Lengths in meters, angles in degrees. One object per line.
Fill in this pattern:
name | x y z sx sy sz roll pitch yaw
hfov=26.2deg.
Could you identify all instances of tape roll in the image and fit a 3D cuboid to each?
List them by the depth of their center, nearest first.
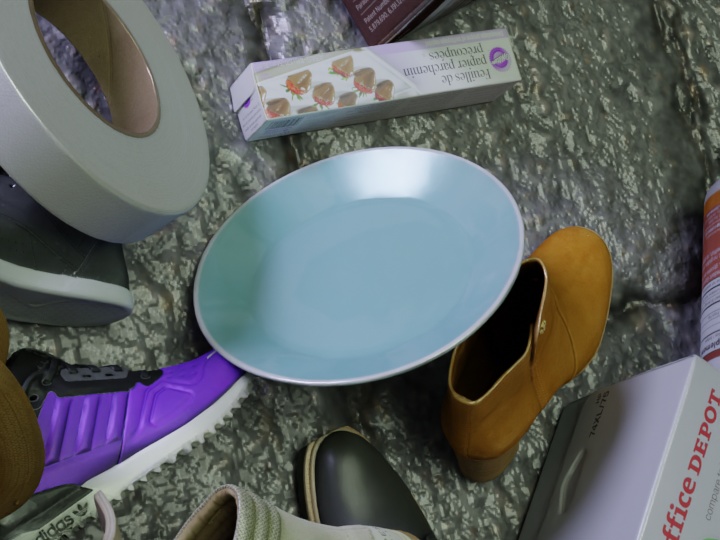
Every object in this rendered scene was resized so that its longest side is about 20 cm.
tape roll | -0.158 -0.112 0.851 0.203 0.037 0.204 49 24 -30

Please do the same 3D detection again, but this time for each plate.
plate | 0.000 0.000 0.905 0.200 0.199 0.026 -46 138 -30

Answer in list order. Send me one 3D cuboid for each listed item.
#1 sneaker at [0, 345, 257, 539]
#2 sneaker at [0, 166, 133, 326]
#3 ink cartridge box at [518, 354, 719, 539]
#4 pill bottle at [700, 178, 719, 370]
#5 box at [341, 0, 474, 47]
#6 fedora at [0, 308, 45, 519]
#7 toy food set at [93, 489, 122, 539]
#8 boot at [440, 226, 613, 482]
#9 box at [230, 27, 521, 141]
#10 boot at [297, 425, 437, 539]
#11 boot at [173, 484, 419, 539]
sneaker | -0.148 0.077 0.845 0.199 0.069 0.100 -34 89 -31
sneaker | -0.209 -0.034 0.833 0.199 0.070 0.101 15 61 -46
ink cartridge box | 0.218 0.176 0.957 0.199 0.146 0.148 32 62 -15
pill bottle | 0.288 0.039 1.054 0.111 0.112 0.203 15 67 -22
box | 0.050 -0.284 1.003 0.165 0.164 0.201 -31 90 -31
fedora | -0.232 0.044 0.748 0.199 0.200 0.082 33 46 -14
toy food set | -0.186 0.217 0.761 0.199 0.060 0.145 -35 135 -30
boot | 0.109 0.025 0.945 0.070 0.145 0.202 23 64 15
box | 0.012 -0.122 1.006 0.198 0.041 0.039 -13 80 -29
boot | 0.047 0.172 0.875 0.077 0.138 0.202 -26 86 -30
boot | -0.056 0.216 0.799 0.154 0.072 0.202 24 88 -43
